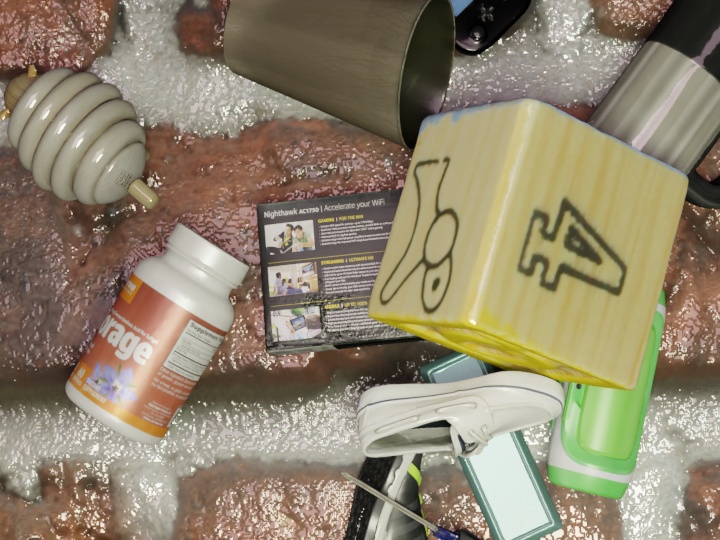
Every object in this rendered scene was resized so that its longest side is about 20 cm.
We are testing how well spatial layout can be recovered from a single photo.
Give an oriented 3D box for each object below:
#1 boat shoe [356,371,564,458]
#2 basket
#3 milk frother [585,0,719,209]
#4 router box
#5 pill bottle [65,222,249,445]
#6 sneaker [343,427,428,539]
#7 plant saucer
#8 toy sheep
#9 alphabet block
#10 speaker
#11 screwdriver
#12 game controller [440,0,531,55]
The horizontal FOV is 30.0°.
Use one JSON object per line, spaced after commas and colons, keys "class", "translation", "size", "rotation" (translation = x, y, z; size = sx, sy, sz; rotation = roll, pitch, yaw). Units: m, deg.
{"class": "boat shoe", "translation": [0.095, 0.145, 1.258], "size": [0.197, 0.074, 0.066], "rotation": [-8, 48, 8]}
{"class": "basket", "translation": [-0.023, -0.221, 1.316], "size": [0.198, 0.181, 0.137], "rotation": [20, 67, 16]}
{"class": "milk frother", "translation": [0.328, -0.158, 1.245], "size": [0.180, 0.200, 0.189], "rotation": [36, 90, 4]}
{"class": "router box", "translation": [0.000, 0.000, 1.339], "size": [0.197, 0.051, 0.152], "rotation": [-5, 82, 6]}
{"class": "pill bottle", "translation": [-0.196, 0.060, 1.325], "size": [0.111, 0.112, 0.202], "rotation": [31, 88, 8]}
{"class": "sneaker", "translation": [0.035, 0.250, 1.316], "size": [0.082, 0.072, 0.203], "rotation": [20, 85, -21]}
{"class": "plant saucer", "translation": [0.128, 0.174, 1.325], "size": [0.069, 0.019, 0.202], "rotation": [-24, 83, 4]}
{"class": "toy sheep", "translation": [-0.276, -0.129, 1.342], "size": [0.199, 0.138, 0.139], "rotation": [34, 89, 8]}
{"class": "alphabet block", "translation": [0.148, -0.021, 1.215], "size": [0.194, 0.195, 0.203], "rotation": [21, 82, -24]}
{"class": "speaker", "translation": [0.235, 0.111, 1.286], "size": [0.087, 0.088, 0.203], "rotation": [12, 86, 7]}
{"class": "screwdriver", "translation": [0.057, 0.241, 1.277], "size": [0.198, 0.028, 0.029], "rotation": [29, 103, -21]}
{"class": "game controller", "translation": [0.080, -0.312, 1.366], "size": [0.200, 0.042, 0.104], "rotation": [45, 91, 8]}
